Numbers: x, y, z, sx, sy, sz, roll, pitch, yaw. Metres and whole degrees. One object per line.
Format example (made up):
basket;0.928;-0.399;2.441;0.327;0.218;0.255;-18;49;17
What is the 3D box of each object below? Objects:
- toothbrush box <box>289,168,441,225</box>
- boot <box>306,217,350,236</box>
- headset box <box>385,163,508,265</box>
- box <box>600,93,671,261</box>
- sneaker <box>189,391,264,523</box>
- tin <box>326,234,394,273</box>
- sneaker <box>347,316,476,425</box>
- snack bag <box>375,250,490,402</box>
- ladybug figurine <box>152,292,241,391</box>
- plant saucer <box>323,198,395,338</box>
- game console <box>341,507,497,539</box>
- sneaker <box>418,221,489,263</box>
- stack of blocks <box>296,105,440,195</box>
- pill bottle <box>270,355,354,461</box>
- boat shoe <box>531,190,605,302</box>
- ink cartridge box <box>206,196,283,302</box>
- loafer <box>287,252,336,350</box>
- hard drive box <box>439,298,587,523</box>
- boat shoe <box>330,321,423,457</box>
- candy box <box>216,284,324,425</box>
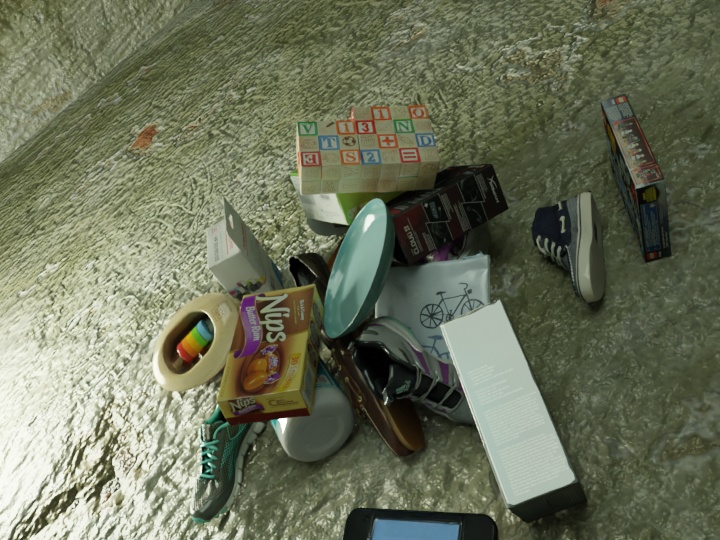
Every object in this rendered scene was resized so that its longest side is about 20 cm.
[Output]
toothbrush box;0.007;-0.160;1.084;0.198;0.087;0.145;-30;23;-24
boot;0.002;-0.111;1.162;0.197;0.074;0.096;6;47;33
headset box;0.100;-0.084;1.013;0.198;0.078;0.149;-28;14;-12
box;0.386;-0.133;0.933;0.039;0.138;0.202;-14;43;16
sneaker;-0.210;0.261;0.972;0.076;0.092;0.202;-7;47;28
tin;0.004;-0.018;1.149;0.111;0.042;0.201;6;53;42
sneaker;0.068;0.145;0.828;0.198;0.140;0.079;32;110;13
snack bag;0.098;0.083;0.935;0.185;0.021;0.204;-7;75;30
ladybug figurine;-0.270;0.124;1.139;0.199;0.072;0.137;-41;63;10
plant saucer;0.000;0.000;0.925;0.201;0.027;0.202;-56;22;36
game console;0.035;0.328;0.724;0.197;0.119;0.173;-7;47;27
sneaker;0.133;-0.004;1.032;0.112;0.073;0.202;-11;34;29
stack of blocks;0.006;-0.176;0.964;0.196;0.059;0.117;-4;55;-8
pill bottle;-0.094;0.171;0.970;0.110;0.111;0.200;-36;39;-4
boat shoe;0.293;-0.027;0.950;0.091;0.075;0.202;-15;35;30
ink cartridge box;-0.209;-0.015;1.158;0.067;0.201;0.116;-26;40;7
loafer;-0.068;0.053;1.060;0.073;0.071;0.201;-47;57;22
hard drive box;0.170;0.158;0.732;0.076;0.156;0.203;-23;59;10
boat shoe;0.019;0.168;0.912;0.070;0.070;0.202;-41;54;22
candy box;-0.118;0.111;0.916;0.114;0.057;0.202;-9;40;11
